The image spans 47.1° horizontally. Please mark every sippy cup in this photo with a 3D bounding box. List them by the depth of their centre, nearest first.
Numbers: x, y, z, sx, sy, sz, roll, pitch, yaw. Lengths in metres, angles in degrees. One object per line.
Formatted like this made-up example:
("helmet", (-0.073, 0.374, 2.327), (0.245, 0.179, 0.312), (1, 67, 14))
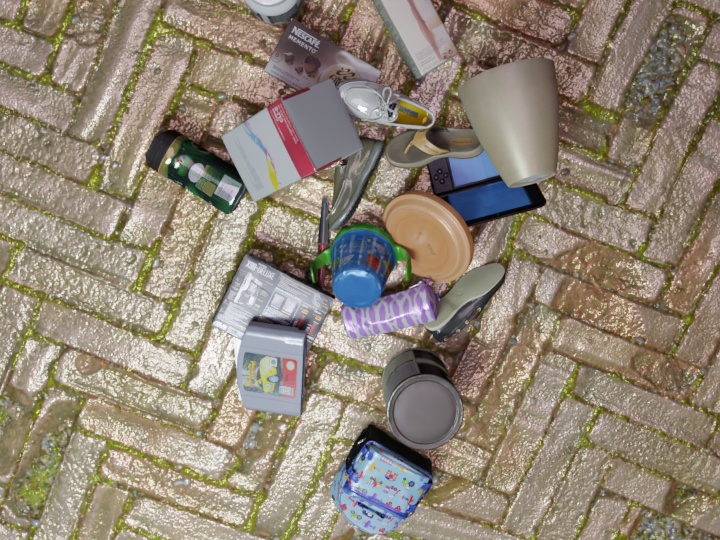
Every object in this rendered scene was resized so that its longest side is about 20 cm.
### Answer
("sippy cup", (0.000, 0.000, 1.606), (0.177, 0.131, 0.140), (-34, 114, 28))

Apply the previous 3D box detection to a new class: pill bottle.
("pill bottle", (-0.161, -0.520, 1.508), (0.115, 0.200, 0.118), (0, 99, -2))

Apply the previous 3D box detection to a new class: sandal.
("sandal", (0.145, -0.250, 1.607), (0.198, 0.054, 0.081), (-5, 69, 6))

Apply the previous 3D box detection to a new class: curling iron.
("curling iron", (-0.086, -0.048, 1.671), (0.049, 0.026, 0.202), (9, 98, -6))

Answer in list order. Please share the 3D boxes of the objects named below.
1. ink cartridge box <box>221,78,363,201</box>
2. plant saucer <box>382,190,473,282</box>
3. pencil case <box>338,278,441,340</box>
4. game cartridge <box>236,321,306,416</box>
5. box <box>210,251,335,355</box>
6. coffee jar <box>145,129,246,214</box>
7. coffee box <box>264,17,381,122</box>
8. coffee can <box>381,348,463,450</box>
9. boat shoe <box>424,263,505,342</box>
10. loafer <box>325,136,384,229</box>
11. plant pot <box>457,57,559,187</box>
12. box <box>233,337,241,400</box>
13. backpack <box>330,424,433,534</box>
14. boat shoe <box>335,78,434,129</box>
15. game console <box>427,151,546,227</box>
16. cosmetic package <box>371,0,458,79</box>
("ink cartridge box", (-0.129, -0.240, 1.536), (0.199, 0.145, 0.145), (-19, 102, 45))
("plant saucer", (0.126, -0.061, 1.605), (0.201, 0.200, 0.032), (51, 52, -8))
("pencil case", (0.059, 0.079, 1.651), (0.198, 0.084, 0.086), (-16, 98, 13))
("game cartridge", (-0.174, 0.194, 1.603), (0.132, 0.041, 0.201), (9, 121, 8))
("box", (-0.171, 0.078, 1.617), (0.199, 0.050, 0.159), (26, 96, -7))
("coffee jar", (-0.315, -0.194, 1.604), (0.199, 0.104, 0.086), (32, 101, -5))
("coffee box", (-0.073, -0.383, 1.592), (0.199, 0.080, 0.114), (30, 98, -7))
("coffee can", (0.118, 0.249, 1.636), (0.145, 0.200, 0.148), (0, 99, -2))
("boat shoe", (0.217, 0.064, 1.681), (0.201, 0.074, 0.063), (-41, 128, -3))
("loafer", (-0.022, -0.177, 1.637), (0.069, 0.075, 0.201), (27, 93, 6))
("plant pot", (0.295, -0.265, 1.543), (0.186, 0.187, 0.202), (-13, 84, 1))
("box", (-0.200, 0.157, 1.684), (0.115, 0.060, 0.202), (-3, 99, -2))
("backpack", (0.034, 0.451, 1.701), (0.182, 0.135, 0.201), (32, 100, -5))
("boat shoe", (0.049, -0.302, 1.538), (0.200, 0.086, 0.075), (15, 102, -22))
("game console", (0.240, -0.189, 1.612), (0.198, 0.119, 0.174), (-14, 99, 0))
("cosmetic package", (0.098, -0.476, 1.572), (0.087, 0.103, 0.201), (-31, 100, 2))
